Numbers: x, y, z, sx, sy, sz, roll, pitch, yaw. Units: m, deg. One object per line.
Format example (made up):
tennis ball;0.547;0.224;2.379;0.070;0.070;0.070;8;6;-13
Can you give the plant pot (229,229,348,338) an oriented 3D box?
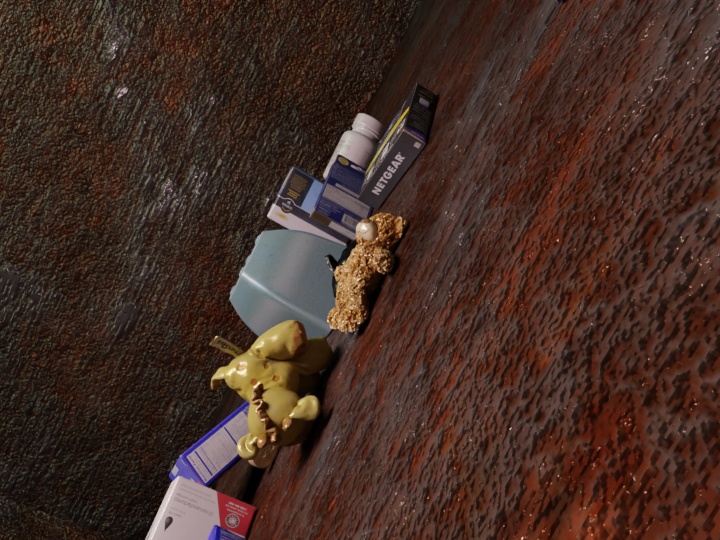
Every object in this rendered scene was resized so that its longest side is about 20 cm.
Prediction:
plant pot;-0.149;0.034;1.070;0.196;0.197;0.199;-49;17;52

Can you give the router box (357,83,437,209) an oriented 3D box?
router box;0.072;-0.244;1.049;0.200;0.052;0.159;-50;18;50

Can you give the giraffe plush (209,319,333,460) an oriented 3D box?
giraffe plush;-0.120;0.185;0.775;0.174;0.198;0.163;-55;42;20

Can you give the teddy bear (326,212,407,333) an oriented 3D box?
teddy bear;0.000;0.000;0.802;0.203;0.066;0.145;-63;14;6

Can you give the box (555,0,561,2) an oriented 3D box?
box;0.240;-0.455;0.584;0.199;0.122;0.202;-50;17;44

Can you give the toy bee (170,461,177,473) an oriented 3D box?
toy bee;-0.446;0.599;1.472;0.132;0.108;0.200;-52;38;11

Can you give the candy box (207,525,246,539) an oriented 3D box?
candy box;-0.181;0.431;0.607;0.172;0.076;0.200;-64;10;-6

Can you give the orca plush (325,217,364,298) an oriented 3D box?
orca plush;-0.026;-0.023;0.956;0.105;0.070;0.203;-48;20;54

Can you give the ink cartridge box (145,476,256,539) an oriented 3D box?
ink cartridge box;-0.271;0.454;0.823;0.083;0.145;0.203;-46;21;51

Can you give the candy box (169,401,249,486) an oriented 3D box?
candy box;-0.254;0.333;1.001;0.199;0.077;0.169;-36;-9;-38

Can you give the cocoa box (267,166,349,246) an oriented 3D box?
cocoa box;-0.105;-0.145;1.262;0.133;0.197;0.133;-61;11;6

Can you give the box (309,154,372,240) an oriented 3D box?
box;-0.028;-0.161;1.148;0.032;0.120;0.202;-50;17;47

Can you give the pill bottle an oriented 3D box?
pill bottle;-0.013;-0.324;1.462;0.203;0.113;0.114;-64;11;-2

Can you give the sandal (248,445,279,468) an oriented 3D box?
sandal;-0.135;0.239;0.927;0.069;0.077;0.215;-14;53;49
